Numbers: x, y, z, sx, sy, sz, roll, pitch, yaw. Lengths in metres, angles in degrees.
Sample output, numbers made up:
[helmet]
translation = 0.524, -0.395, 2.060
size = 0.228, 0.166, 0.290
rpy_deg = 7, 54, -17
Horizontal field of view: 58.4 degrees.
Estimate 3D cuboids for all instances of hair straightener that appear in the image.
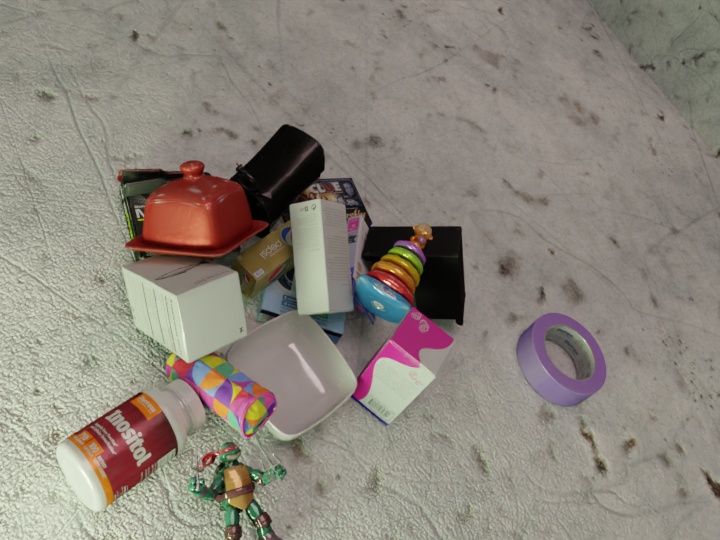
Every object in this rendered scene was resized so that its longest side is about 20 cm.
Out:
[hair straightener]
translation = -0.364, -0.159, 1.252
size = 0.197, 0.041, 0.078
rpy_deg = -4, 56, -36

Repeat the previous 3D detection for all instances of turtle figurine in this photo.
[turtle figurine]
translation = -0.185, 0.338, 0.991
size = 0.147, 0.101, 0.204
rpy_deg = -14, 78, -18

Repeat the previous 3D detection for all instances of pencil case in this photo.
[pencil case]
translation = -0.225, 0.187, 1.034
size = 0.198, 0.090, 0.088
rpy_deg = 27, 41, 33

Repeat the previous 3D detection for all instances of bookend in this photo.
[bookend]
translation = 0.120, 0.013, 1.364
size = 0.194, 0.202, 0.093
rpy_deg = 0, 43, 15

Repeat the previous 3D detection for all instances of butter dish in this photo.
[butter dish]
translation = -0.283, -0.115, 1.115
size = 0.196, 0.151, 0.200
rpy_deg = 5, 21, 17

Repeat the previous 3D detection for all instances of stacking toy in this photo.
[stacking toy]
translation = 0.083, -0.012, 1.222
size = 0.115, 0.110, 0.202
rpy_deg = 32, 67, 5

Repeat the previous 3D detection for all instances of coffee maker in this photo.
[coffee maker]
translation = -0.163, -0.190, 1.294
size = 0.134, 0.192, 0.201
rpy_deg = 40, 63, -6

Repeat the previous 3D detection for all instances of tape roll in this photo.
[tape roll]
translation = 0.453, 0.199, 1.453
size = 0.196, 0.066, 0.203
rpy_deg = 14, 52, -19

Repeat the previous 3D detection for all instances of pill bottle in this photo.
[pill bottle]
translation = -0.336, 0.251, 0.965
size = 0.113, 0.113, 0.199
rpy_deg = 47, 48, 11

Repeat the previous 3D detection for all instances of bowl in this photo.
[bowl]
translation = -0.128, 0.192, 1.145
size = 0.198, 0.075, 0.200
rpy_deg = -29, 72, -40

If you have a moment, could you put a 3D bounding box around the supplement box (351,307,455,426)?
[supplement box]
translation = 0.072, 0.178, 1.175
size = 0.101, 0.201, 0.104
rpy_deg = 38, 48, 4

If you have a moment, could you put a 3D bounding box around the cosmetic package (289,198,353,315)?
[cosmetic package]
translation = -0.071, -0.022, 1.197
size = 0.101, 0.070, 0.205
rpy_deg = 5, 79, -63

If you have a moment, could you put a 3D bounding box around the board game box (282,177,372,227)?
[board game box]
translation = -0.085, -0.143, 1.442
size = 0.197, 0.035, 0.137
rpy_deg = -8, 60, -32

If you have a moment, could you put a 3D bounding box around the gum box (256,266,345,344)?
[gum box]
translation = -0.108, 0.031, 1.295
size = 0.167, 0.045, 0.203
rpy_deg = 18, 51, -15

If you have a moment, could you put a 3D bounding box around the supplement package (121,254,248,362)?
[supplement package]
translation = -0.293, 0.050, 1.069
size = 0.116, 0.120, 0.198
rpy_deg = -23, 29, -38

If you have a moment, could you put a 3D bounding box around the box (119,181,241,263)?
[box]
translation = -0.353, -0.098, 1.261
size = 0.197, 0.048, 0.196
rpy_deg = -5, 60, -31

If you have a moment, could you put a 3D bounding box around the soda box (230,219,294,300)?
[soda box]
translation = -0.159, -0.032, 1.239
size = 0.064, 0.068, 0.199
rpy_deg = 43, 49, 10

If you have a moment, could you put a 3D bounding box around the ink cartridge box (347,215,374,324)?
[ink cartridge box]
translation = 0.000, 0.000, 1.334
size = 0.041, 0.120, 0.203
rpy_deg = -12, 47, 19
